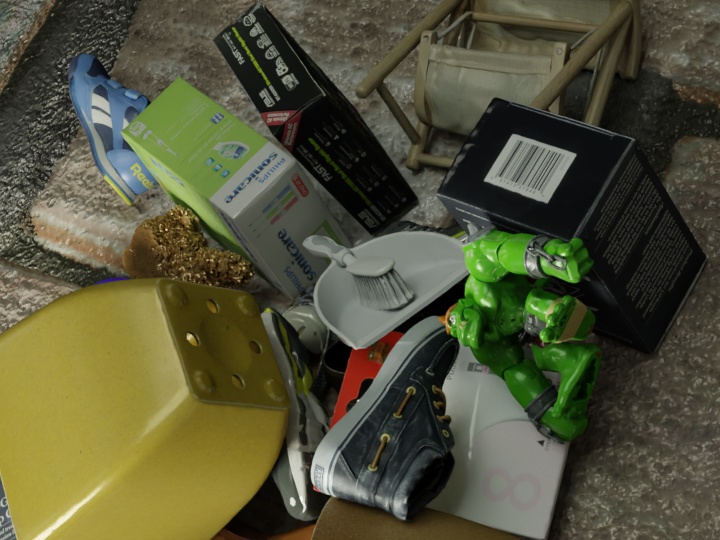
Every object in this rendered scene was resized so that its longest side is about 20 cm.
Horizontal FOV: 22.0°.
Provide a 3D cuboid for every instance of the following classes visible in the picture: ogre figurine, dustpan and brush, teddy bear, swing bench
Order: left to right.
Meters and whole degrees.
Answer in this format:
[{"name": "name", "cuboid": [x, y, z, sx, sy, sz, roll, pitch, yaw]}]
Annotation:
[{"name": "teddy bear", "cuboid": [-0.153, 0.033, 1.796, 0.200, 0.067, 0.145, 40, 121, 37]}, {"name": "dustpan and brush", "cuboid": [0.000, 0.000, 1.643, 0.139, 0.057, 0.200, -35, 17, -17]}, {"name": "swing bench", "cuboid": [0.139, -0.195, 1.732, 0.198, 0.130, 0.200, 13, 64, 36]}, {"name": "ogre figurine", "cuboid": [0.134, 0.041, 1.493, 0.120, 0.200, 0.098, 31, 72, 36]}]

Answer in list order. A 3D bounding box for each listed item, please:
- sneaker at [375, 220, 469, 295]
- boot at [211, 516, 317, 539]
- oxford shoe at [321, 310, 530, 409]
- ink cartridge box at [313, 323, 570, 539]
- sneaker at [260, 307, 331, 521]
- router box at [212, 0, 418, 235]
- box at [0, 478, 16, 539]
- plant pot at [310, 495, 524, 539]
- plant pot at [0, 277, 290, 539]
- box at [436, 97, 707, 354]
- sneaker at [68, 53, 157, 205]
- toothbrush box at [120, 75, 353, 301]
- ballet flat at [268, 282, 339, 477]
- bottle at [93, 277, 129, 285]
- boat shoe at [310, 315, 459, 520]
[{"name": "sneaker", "cuboid": [0.061, -0.018, 1.706, 0.199, 0.074, 0.081, -22, 50, 16]}, {"name": "boot", "cuboid": [-0.082, 0.230, 1.630, 0.199, 0.068, 0.189, -13, 57, 30]}, {"name": "oxford shoe", "cuboid": [0.057, 0.068, 1.647, 0.199, 0.084, 0.073, -22, 51, 16]}, {"name": "ink cartridge box", "cuboid": [0.077, 0.133, 1.564, 0.199, 0.057, 0.163, 16, 68, 1]}, {"name": "sneaker", "cuboid": [-0.077, 0.135, 1.631, 0.084, 0.074, 0.201, -27, 57, 19]}, {"name": "router box", "cuboid": [-0.042, -0.142, 1.754, 0.062, 0.200, 0.150, -37, 50, 7]}, {"name": "box", "cuboid": [-0.287, 0.194, 1.761, 0.148, 0.107, 0.200, -32, 50, 11]}, {"name": "plant pot", "cuboid": [0.074, 0.274, 1.465, 0.199, 0.187, 0.187, 2, 63, 19]}, {"name": "plant pot", "cuboid": [-0.172, 0.110, 1.552, 0.200, 0.195, 0.195, -37, 60, 31]}, {"name": "box", "cuboid": [0.180, -0.036, 1.558, 0.148, 0.200, 0.105, 22, 74, 37]}, {"name": "sneaker", "cuboid": [-0.253, -0.162, 1.983, 0.082, 0.074, 0.200, -32, 58, 8]}, {"name": "toothbrush box", "cuboid": [-0.120, -0.079, 1.796, 0.086, 0.146, 0.200, -44, 48, -9]}, {"name": "ballet flat", "cuboid": [-0.063, 0.091, 1.713, 0.072, 0.072, 0.201, 5, 65, 33]}, {"name": "bottle", "cuboid": [-0.190, 0.087, 1.745, 0.200, 0.065, 0.084, 41, 122, 36]}, {"name": "boat shoe", "cuboid": [0.049, 0.122, 1.501, 0.091, 0.071, 0.200, 21, 49, 23]}]
